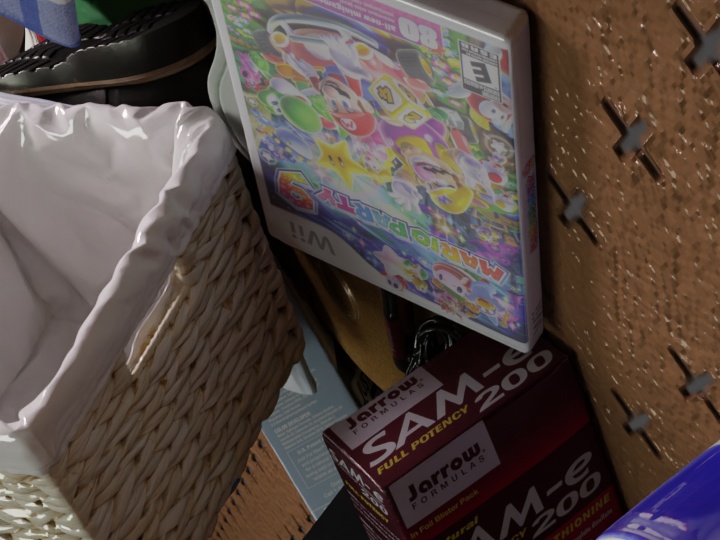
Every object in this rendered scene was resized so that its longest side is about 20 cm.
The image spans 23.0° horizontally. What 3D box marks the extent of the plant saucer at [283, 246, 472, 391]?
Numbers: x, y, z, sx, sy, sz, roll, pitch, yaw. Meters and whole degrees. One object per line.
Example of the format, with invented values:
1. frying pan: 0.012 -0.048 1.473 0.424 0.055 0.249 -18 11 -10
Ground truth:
1. plant saucer: 0.000 0.000 0.943 0.201 0.035 0.201 52 164 21

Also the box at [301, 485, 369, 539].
1. box: 0.020 0.195 0.932 0.078 0.200 0.142 3 131 41

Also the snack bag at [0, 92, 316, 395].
1. snack bag: -0.123 -0.009 0.952 0.198 0.021 0.190 12 137 34

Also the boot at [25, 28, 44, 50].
1. boot: -0.155 -0.139 1.124 0.144 0.072 0.201 42 159 18

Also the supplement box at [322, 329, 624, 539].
1. supplement box: 0.069 0.131 0.842 0.061 0.108 0.201 36 155 53

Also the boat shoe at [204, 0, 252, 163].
1. boat shoe: -0.031 -0.110 0.778 0.075 0.061 0.201 22 151 17

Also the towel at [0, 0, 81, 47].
1. towel: -0.183 -0.183 0.746 0.146 0.024 0.201 29 155 10

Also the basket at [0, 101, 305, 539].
1. basket: -0.155 0.041 0.851 0.198 0.199 0.162 4 140 30

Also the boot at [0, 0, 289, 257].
1. boot: -0.135 -0.061 0.970 0.199 0.077 0.139 -1 119 48

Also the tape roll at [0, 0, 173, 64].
1. tape roll: -0.179 -0.118 1.076 0.199 0.048 0.202 21 142 17

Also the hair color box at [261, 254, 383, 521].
1. hair color box: -0.038 0.047 1.047 0.201 0.060 0.099 59 -168 -8

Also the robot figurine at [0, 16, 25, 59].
1. robot figurine: -0.277 -0.143 1.263 0.199 0.150 0.125 26 -157 -52

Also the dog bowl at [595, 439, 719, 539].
1. dog bowl: 0.169 0.154 0.620 0.201 0.078 0.201 52 165 20

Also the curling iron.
1. curling iron: 0.023 -0.021 0.822 0.049 0.026 0.202 1 125 20

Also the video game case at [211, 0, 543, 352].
1. video game case: 0.008 -0.054 0.730 0.142 0.018 0.201 24 151 23

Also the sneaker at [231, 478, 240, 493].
1. sneaker: -0.080 0.068 1.125 0.146 0.077 0.204 28 -145 -48
